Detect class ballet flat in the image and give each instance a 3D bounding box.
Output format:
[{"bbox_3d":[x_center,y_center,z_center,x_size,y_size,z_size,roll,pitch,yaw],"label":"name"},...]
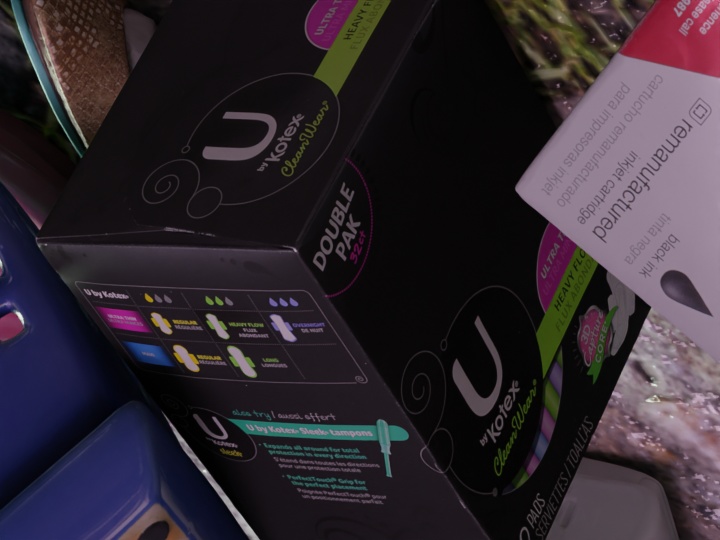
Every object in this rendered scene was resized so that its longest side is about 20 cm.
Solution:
[{"bbox_3d":[-0.082,-0.056,1.205,0.065,0.071,0.200,-12,142,7],"label":"ballet flat"}]

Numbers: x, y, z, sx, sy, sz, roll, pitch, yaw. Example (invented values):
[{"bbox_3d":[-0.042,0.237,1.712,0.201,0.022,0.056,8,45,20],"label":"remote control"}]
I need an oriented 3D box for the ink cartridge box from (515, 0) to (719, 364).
[{"bbox_3d":[0.174,-0.024,0.957,0.200,0.083,0.145,40,129,5],"label":"ink cartridge box"}]

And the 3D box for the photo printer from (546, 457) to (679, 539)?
[{"bbox_3d":[0.077,0.161,1.380,0.166,0.070,0.200,10,144,25],"label":"photo printer"}]

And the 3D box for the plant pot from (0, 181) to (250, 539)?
[{"bbox_3d":[-0.157,0.100,1.165,0.180,0.200,0.200,46,172,29],"label":"plant pot"}]

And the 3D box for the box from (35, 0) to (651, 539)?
[{"bbox_3d":[0.000,0.000,1.129,0.124,0.149,0.200,2,140,36],"label":"box"}]

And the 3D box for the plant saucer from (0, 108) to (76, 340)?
[{"bbox_3d":[-0.184,-0.018,1.329,0.200,0.051,0.201,19,147,13],"label":"plant saucer"}]
